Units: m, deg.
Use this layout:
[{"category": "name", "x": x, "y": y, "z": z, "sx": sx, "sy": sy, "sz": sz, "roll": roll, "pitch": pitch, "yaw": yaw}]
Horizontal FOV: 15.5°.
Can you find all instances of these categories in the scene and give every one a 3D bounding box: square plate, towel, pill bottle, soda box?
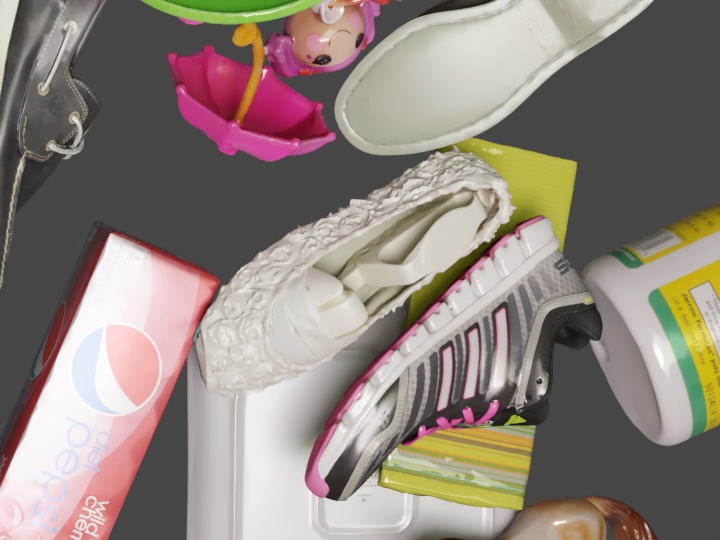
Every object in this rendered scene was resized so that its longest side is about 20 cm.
[{"category": "square plate", "x": 0.001, "y": 0.117, "z": 1.477, "sx": 0.198, "sy": 0.028, "sz": 0.200, "roll": -1, "pitch": 97, "yaw": -14}, {"category": "towel", "x": 0.065, "y": 0.029, "z": 1.464, "sx": 0.085, "sy": 0.018, "sz": 0.202, "roll": 13, "pitch": 80, "yaw": -15}, {"category": "pill bottle", "x": 0.232, "y": 0.009, "z": 1.476, "sx": 0.199, "sy": 0.113, "sz": 0.113, "roll": -25, "pitch": 102, "yaw": -10}, {"category": "soda box", "x": -0.149, "y": 0.079, "z": 1.418, "sx": 0.070, "sy": 0.063, "sz": 0.201, "roll": 23, "pitch": 91, "yaw": -15}]

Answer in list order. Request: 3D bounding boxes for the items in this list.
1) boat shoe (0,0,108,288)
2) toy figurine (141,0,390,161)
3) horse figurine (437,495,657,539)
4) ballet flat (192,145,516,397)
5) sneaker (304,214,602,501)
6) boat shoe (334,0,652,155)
[{"category": "boat shoe", "x": -0.170, "y": -0.082, "z": 1.387, "sx": 0.067, "sy": 0.072, "sz": 0.202, "roll": 13, "pitch": 92, "yaw": -11}, {"category": "toy figurine", "x": -0.037, "y": -0.143, "z": 1.369, "sx": 0.199, "sy": 0.185, "sz": 0.150, "roll": -32, "pitch": 61, "yaw": -18}, {"category": "horse figurine", "x": 0.102, "y": 0.181, "z": 1.476, "sx": 0.199, "sy": 0.050, "sz": 0.133, "roll": -28, "pitch": 106, "yaw": -35}, {"category": "ballet flat", "x": 0.000, "y": 0.000, "z": 1.399, "sx": 0.200, "sy": 0.072, "sz": 0.072, "roll": -37, "pitch": 104, "yaw": -16}, {"category": "sneaker", "x": 0.056, "y": 0.062, "z": 1.408, "sx": 0.087, "sy": 0.074, "sz": 0.200, "roll": 46, "pitch": 69, "yaw": 0}, {"category": "boat shoe", "x": 0.077, "y": -0.128, "z": 1.443, "sx": 0.200, "sy": 0.061, "sz": 0.072, "roll": -29, "pitch": 102, "yaw": 10}]
